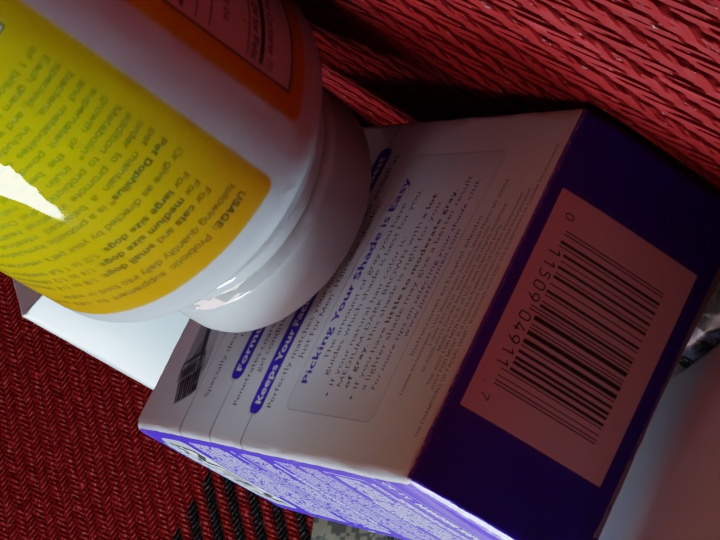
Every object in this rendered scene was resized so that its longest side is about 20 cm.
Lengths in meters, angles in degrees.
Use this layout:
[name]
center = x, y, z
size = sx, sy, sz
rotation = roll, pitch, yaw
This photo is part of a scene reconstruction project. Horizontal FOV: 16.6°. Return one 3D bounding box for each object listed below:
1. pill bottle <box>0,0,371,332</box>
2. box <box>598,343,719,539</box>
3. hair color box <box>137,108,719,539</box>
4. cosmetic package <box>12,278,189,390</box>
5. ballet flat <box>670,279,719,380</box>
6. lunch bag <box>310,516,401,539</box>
[pill bottle]
center = -0.085, -0.056, 0.658
size = 0.109, 0.110, 0.200
rotation = 25, 173, 45
[box]
center = 0.121, 0.096, 0.664
size = 0.124, 0.098, 0.200
rotation = 28, 151, -7
[hair color box]
center = 0.016, 0.018, 0.716
size = 0.065, 0.110, 0.200
rotation = 32, 168, -23
[cosmetic package]
center = -0.091, -0.017, 1.080
size = 0.150, 0.052, 0.200
rotation = 35, -163, -32
[ballet flat]
center = 0.077, 0.020, 0.754
size = 0.072, 0.072, 0.200
rotation = 31, 175, -22
[lunch bag]
center = 0.100, 0.103, 1.060
size = 0.199, 0.140, 0.167
rotation = 23, 167, -38
